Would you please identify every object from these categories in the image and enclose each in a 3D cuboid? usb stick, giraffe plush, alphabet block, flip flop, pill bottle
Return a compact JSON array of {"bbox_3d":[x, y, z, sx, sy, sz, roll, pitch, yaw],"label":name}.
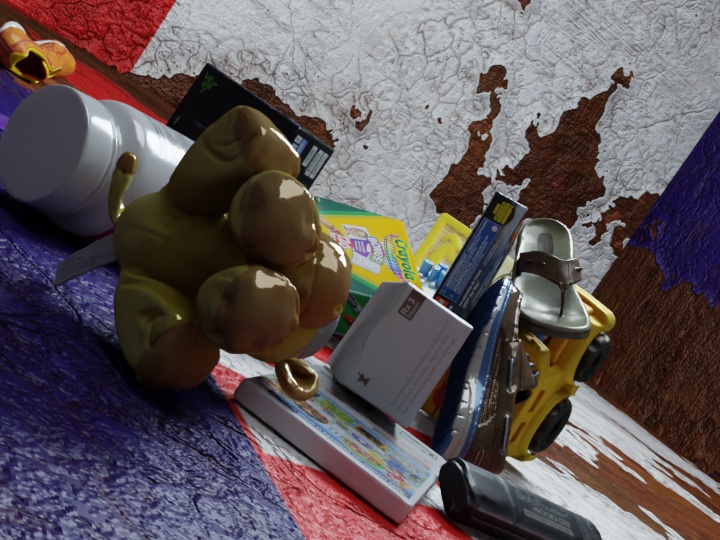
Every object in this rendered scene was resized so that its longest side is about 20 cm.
[{"bbox_3d":[0.134,0.200,0.857,0.200,0.033,0.056,30,29,-38],"label":"usb stick"},{"bbox_3d":[-0.075,0.010,0.704,0.199,0.173,0.162,-5,-23,39],"label":"giraffe plush"},{"bbox_3d":[0.236,0.024,2.311,0.196,0.196,0.200,36,6,42],"label":"alphabet block"},{"bbox_3d":[0.195,-0.001,1.090,0.081,0.058,0.200,9,38,2],"label":"flip flop"},{"bbox_3d":[-0.192,-0.072,0.884,0.113,0.114,0.200,38,6,33],"label":"pill bottle"}]

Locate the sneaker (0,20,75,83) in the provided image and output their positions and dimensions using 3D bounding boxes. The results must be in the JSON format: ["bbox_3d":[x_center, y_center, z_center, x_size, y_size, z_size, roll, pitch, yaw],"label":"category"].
[{"bbox_3d":[-0.478,-0.303,1.570,0.077,0.073,0.200,57,12,6],"label":"sneaker"}]

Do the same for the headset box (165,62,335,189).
[{"bbox_3d":[-0.165,-0.141,1.354,0.200,0.174,0.093,38,6,32],"label":"headset box"}]

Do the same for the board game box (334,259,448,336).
[{"bbox_3d":[0.031,0.027,1.287,0.199,0.026,0.200,16,29,-17],"label":"board game box"}]

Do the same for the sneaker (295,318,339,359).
[{"bbox_3d":[-0.096,0.014,0.913,0.082,0.077,0.200,37,5,41],"label":"sneaker"}]

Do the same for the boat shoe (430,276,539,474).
[{"bbox_3d":[0.125,0.100,1.001,0.072,0.201,0.072,27,-29,-10],"label":"boat shoe"}]

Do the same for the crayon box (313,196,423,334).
[{"bbox_3d":[0.000,0.000,1.216,0.118,0.058,0.200,15,29,-17],"label":"crayon box"}]

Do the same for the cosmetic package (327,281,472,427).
[{"bbox_3d":[0.029,0.068,0.941,0.074,0.102,0.200,35,-2,-5],"label":"cosmetic package"}]

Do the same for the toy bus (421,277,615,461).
[{"bbox_3d":[0.153,0.098,1.114,0.136,0.201,0.192,36,13,26],"label":"toy bus"}]

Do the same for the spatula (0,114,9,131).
[{"bbox_3d":[-0.298,-0.103,1.007,0.200,0.021,0.057,38,18,7],"label":"spatula"}]

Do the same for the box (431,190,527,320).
[{"bbox_3d":[0.119,0.005,1.128,0.040,0.137,0.200,31,-7,8],"label":"box"}]

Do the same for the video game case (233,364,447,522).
[{"bbox_3d":[-0.007,0.123,0.805,0.143,0.018,0.200,36,5,11],"label":"video game case"}]
